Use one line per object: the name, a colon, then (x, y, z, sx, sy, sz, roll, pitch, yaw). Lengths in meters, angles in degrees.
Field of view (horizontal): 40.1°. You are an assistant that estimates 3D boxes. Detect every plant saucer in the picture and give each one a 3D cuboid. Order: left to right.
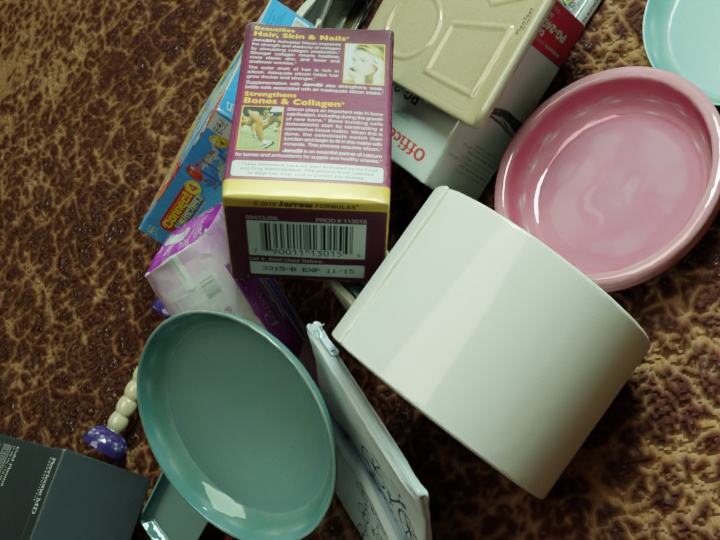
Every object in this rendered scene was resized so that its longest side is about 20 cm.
plant saucer: (-0.151, 0.195, 0.902, 0.070, 0.019, 0.201, 46, 130, 22)
plant saucer: (-0.097, 0.123, 0.790, 0.198, 0.027, 0.203, 14, 116, 28)
plant saucer: (0.210, -0.071, 0.825, 0.198, 0.051, 0.204, -16, 59, 29)
plant saucer: (0.336, -0.220, 0.825, 0.198, 0.027, 0.203, -16, 59, 29)

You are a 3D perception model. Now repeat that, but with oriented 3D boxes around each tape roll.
tape roll: (0.095, 0.054, 0.741, 0.202, 0.202, 0.140, 35, 88, 42)

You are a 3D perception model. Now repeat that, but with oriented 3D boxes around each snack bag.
snack bag: (0.008, 0.166, 0.768, 0.021, 0.202, 0.189, -21, 47, -16)

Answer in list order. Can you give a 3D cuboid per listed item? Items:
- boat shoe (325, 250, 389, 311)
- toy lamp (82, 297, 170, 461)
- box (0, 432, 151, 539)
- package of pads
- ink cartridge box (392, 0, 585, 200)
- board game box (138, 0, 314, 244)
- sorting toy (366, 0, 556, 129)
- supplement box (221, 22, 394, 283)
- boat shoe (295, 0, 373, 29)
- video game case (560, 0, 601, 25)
boat shoe: (0.000, 0.000, 0.894, 0.061, 0.075, 0.200, -32, 14, 0)
toy lamp: (-0.226, 0.099, 1.051, 0.058, 0.058, 0.202, 24, 81, 41)
box: (-0.322, 0.278, 0.974, 0.181, 0.103, 0.203, -2, 65, 50)
package of pads: (-0.103, 0.049, 0.875, 0.075, 0.202, 0.121, -29, 16, 9)
ink cartridge box: (0.089, -0.182, 0.925, 0.145, 0.083, 0.202, 41, 103, 41)
board game box: (-0.138, -0.149, 1.024, 0.196, 0.055, 0.202, -46, 21, 42)
sorting toy: (0.095, -0.234, 0.862, 0.200, 0.036, 0.187, 39, 102, 45)
supplement box: (-0.038, -0.099, 0.814, 0.129, 0.104, 0.202, 3, 53, 1)
boat shoe: (-0.012, -0.313, 1.099, 0.201, 0.074, 0.060, -54, 48, 4)
video game case: (0.151, -0.278, 0.996, 0.199, 0.023, 0.183, 33, 89, 43)
